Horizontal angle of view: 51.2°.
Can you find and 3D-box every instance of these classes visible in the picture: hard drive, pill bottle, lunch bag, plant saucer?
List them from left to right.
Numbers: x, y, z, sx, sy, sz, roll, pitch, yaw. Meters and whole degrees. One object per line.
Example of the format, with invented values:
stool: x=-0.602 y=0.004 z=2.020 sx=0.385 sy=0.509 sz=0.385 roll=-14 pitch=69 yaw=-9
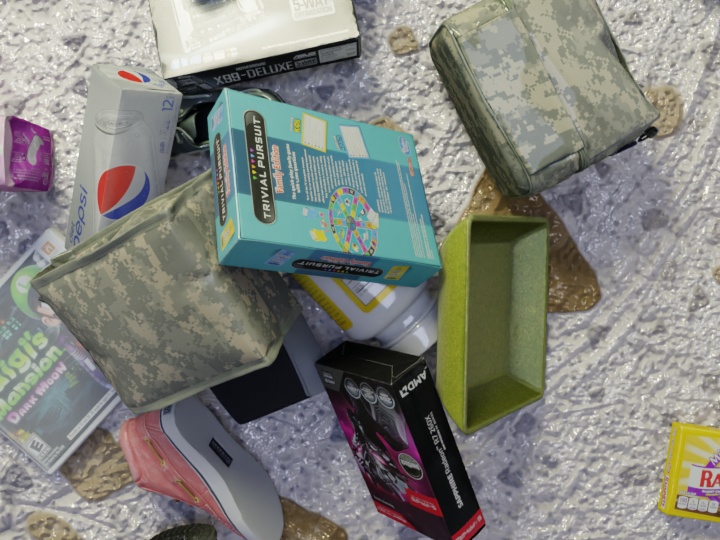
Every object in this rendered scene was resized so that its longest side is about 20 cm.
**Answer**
lunch bag: x=-0.182 y=0.029 z=0.687 sx=0.200 sy=0.118 sz=0.164 roll=-23 pitch=110 yaw=24
hard drive: x=-0.127 y=0.060 z=0.776 sx=0.135 sy=0.042 sz=0.200 roll=-25 pitch=98 yaw=26
pill bottle: x=0.000 y=0.000 z=0.767 sx=0.111 sy=0.111 sz=0.200 roll=-43 pitch=93 yaw=1
plant saucer: x=0.131 y=0.044 z=0.757 sx=0.048 sy=0.200 sz=0.200 roll=4 pitch=94 yaw=34
lunch bag: x=0.185 y=-0.187 z=0.747 sx=0.168 sy=0.139 sz=0.200 roll=-28 pitch=94 yaw=1

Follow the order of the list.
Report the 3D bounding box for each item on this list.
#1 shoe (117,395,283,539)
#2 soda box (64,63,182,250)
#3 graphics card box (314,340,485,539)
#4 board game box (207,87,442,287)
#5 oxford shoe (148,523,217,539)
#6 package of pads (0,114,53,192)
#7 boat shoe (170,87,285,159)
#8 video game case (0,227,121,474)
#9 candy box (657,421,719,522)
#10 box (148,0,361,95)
shoe: x=-0.169 y=0.223 z=0.802 sx=0.091 sy=0.071 sz=0.200 roll=-24 pitch=110 yaw=26
soda box: x=-0.234 y=-0.093 z=0.733 sx=0.068 sy=0.063 sz=0.200 roll=40 pitch=122 yaw=36
graphics card box: x=0.039 y=0.171 z=0.747 sx=0.051 sy=0.125 sz=0.200 roll=-32 pitch=113 yaw=-31
board game box: x=-0.032 y=-0.070 z=0.678 sx=0.200 sy=0.047 sz=0.151 roll=7 pitch=59 yaw=-31
oxford shoe: x=-0.219 y=0.338 z=0.802 sx=0.200 sy=0.073 sz=0.084 roll=-36 pitch=97 yaw=16
package of pads: x=-0.422 y=-0.120 z=0.744 sx=0.200 sy=0.121 sz=0.076 roll=4 pitch=93 yaw=-1
boat shoe: x=-0.176 y=-0.156 z=0.778 sx=0.200 sy=0.062 sz=0.073 roll=-6 pitch=94 yaw=-1
video game case: x=-0.332 y=0.088 z=0.808 sx=0.182 sy=0.023 sz=0.200 roll=43 pitch=92 yaw=-3
candy box: x=0.439 y=0.233 z=0.835 sx=0.200 sy=0.026 sz=0.102 roll=8 pitch=90 yaw=-2
box: x=-0.111 y=-0.277 z=0.763 sx=0.200 sy=0.050 sz=0.158 roll=-12 pitch=81 yaw=0
